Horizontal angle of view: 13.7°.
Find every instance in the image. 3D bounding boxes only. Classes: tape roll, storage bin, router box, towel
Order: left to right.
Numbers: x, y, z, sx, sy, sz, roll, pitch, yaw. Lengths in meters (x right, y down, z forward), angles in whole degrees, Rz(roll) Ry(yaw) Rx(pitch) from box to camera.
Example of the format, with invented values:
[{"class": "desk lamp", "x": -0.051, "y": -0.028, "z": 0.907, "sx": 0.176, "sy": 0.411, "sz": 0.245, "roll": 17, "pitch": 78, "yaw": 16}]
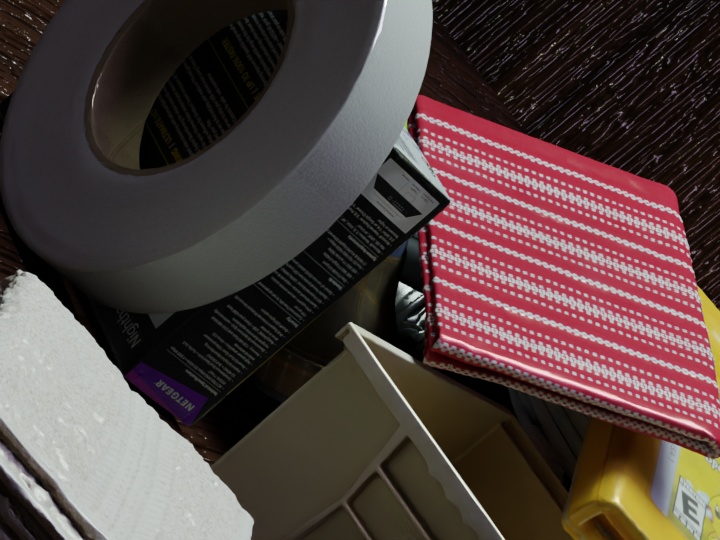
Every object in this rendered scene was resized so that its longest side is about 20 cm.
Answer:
[{"class": "towel", "x": -0.092, "y": 0.069, "z": 1.035, "sx": 0.133, "sy": 0.034, "sz": 0.200, "roll": 50, "pitch": 8, "yaw": -10}, {"class": "tape roll", "x": -0.062, "y": -0.077, "z": 1.241, "sx": 0.037, "sy": 0.203, "sz": 0.203, "roll": 43, "pitch": 12, "yaw": -40}, {"class": "router box", "x": -0.064, "y": -0.052, "z": 1.295, "sx": 0.051, "sy": 0.149, "sz": 0.200, "roll": 42, "pitch": 13, "yaw": -42}, {"class": "storage bin", "x": 0.051, "y": 0.144, "z": 1.249, "sx": 0.199, "sy": 0.094, "sz": 0.200, "roll": 54, "pitch": 9, "yaw": 23}, {"class": "towel", "x": 0.088, "y": 0.000, "z": 1.343, "sx": 0.144, "sy": 0.023, "sz": 0.200, "roll": 19, "pitch": 32, "yaw": -14}]

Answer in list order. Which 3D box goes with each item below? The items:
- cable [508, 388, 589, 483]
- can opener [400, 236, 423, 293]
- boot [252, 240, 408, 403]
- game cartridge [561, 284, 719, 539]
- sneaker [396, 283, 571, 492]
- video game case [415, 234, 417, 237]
[{"class": "cable", "x": 0.142, "y": 0.063, "z": 1.492, "sx": 0.200, "sy": 0.069, "sz": 0.200, "roll": 32, "pitch": 31, "yaw": -48}, {"class": "can opener", "x": -0.034, "y": -0.048, "z": 1.484, "sx": 0.200, "sy": 0.053, "sz": 0.066, "roll": 26, "pitch": -10, "yaw": 20}, {"class": "boot", "x": 0.000, "y": 0.000, "z": 1.372, "sx": 0.074, "sy": 0.097, "sz": 0.200, "roll": 19, "pitch": 12, "yaw": -3}, {"class": "game cartridge", "x": 0.171, "y": 0.109, "z": 1.363, "sx": 0.176, "sy": 0.032, "sz": 0.200, "roll": 47, "pitch": 33, "yaw": -17}, {"class": "sneaker", "x": 0.054, "y": 0.051, "z": 1.510, "sx": 0.087, "sy": 0.076, "sz": 0.200, "roll": -17, "pitch": -72, "yaw": 51}, {"class": "video game case", "x": 0.009, "y": -0.009, "z": 1.626, "sx": 0.182, "sy": 0.023, "sz": 0.200, "roll": 48, "pitch": -16, "yaw": 0}]
